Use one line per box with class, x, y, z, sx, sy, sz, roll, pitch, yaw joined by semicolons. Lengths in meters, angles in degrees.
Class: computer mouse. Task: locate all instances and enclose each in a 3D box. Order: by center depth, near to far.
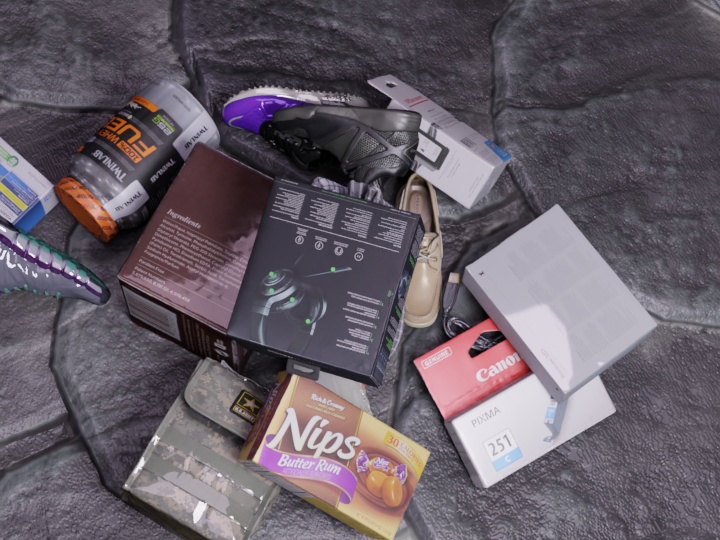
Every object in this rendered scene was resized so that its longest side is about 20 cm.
computer mouse;0.180;0.020;1.689;0.139;0.046;0.202;21;79;-5

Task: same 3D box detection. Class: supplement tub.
supplement tub;-0.285;-0.139;1.666;0.122;0.123;0.200;39;72;9

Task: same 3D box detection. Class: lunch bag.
lunch bag;-0.163;0.218;1.551;0.163;0.118;0.201;31;68;0

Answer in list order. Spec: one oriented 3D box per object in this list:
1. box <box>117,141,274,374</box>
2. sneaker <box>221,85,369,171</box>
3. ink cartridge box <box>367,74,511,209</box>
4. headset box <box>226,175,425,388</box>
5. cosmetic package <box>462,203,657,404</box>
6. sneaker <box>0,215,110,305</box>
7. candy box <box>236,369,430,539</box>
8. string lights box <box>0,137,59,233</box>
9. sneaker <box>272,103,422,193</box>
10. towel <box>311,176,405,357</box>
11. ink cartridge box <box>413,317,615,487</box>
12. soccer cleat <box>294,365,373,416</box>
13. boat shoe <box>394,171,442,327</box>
box;-0.175;-0.011;1.606;0.163;0.166;0.201;26;71;6
sneaker;-0.086;-0.182;1.726;0.197;0.070;0.101;2;72;-4
ink cartridge box;0.089;-0.171;1.707;0.199;0.116;0.068;36;110;8
headset box;-0.037;0.020;1.456;0.172;0.093;0.202;14;80;10
cosmetic package;0.244;0.040;1.621;0.150;0.052;0.201;-32;72;-15
sneaker;-0.410;0.006;1.620;0.199;0.074;0.088;33;89;-21
candy box;-0.029;0.213;1.507;0.199;0.056;0.118;34;70;-19
string lights box;-0.489;-0.060;1.654;0.103;0.059;0.200;39;72;7
sneaker;-0.023;-0.152;1.648;0.197;0.076;0.116;8;97;16
towel;0.000;0.000;1.589;0.085;0.165;0.203;4;79;25
ink cartridge box;0.192;0.144;1.626;0.199;0.045;0.178;-28;90;-14
soccer cleat;-0.011;0.171;1.610;0.077;0.069;0.200;-36;75;-21
boat shoe;0.073;-0.028;1.686;0.071;0.065;0.202;3;70;-4
